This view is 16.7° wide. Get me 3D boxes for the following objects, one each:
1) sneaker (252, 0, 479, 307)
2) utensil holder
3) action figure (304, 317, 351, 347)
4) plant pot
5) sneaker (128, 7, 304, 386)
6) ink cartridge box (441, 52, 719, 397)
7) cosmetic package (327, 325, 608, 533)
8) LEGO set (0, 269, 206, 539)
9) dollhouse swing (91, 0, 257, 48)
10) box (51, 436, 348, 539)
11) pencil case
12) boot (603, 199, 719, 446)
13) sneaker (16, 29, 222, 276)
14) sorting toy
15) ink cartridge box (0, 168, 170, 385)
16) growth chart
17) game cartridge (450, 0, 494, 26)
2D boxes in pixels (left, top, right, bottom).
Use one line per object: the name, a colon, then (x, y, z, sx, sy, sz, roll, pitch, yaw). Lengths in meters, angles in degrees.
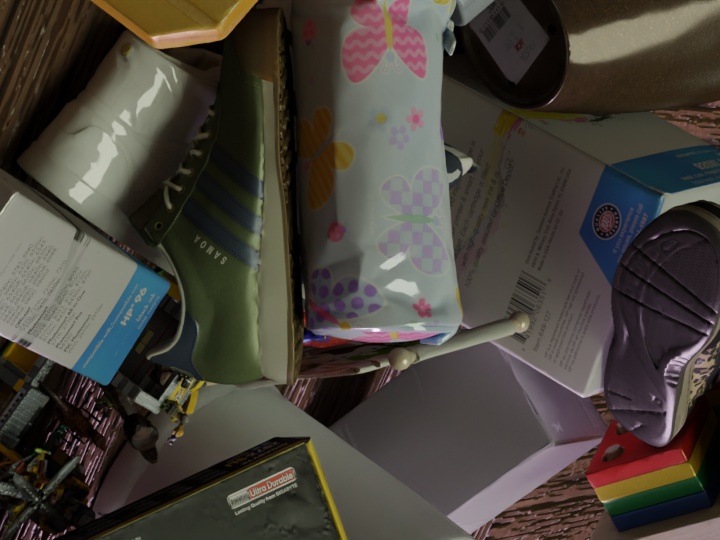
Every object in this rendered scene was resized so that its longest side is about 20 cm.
sneaker: (0.001, -0.082, 1.385, 0.129, 0.079, 0.199, -5, 85, -14)
utensil holder: (-0.045, 0.184, 1.557, 0.170, 0.200, 0.170, -37, 146, -31)
action figure: (0.000, 0.000, 1.455, 0.200, 0.099, 0.065, -48, 141, -28)
plant pot: (0.162, -0.174, 1.547, 0.200, 0.187, 0.187, -24, 137, -37)
sneaker: (-0.080, -0.037, 1.298, 0.067, 0.090, 0.200, -45, 133, -82)
ink cartridge box: (0.125, -0.037, 1.595, 0.145, 0.200, 0.147, -13, 129, -54)
cosmetic package: (0.057, 0.120, 1.665, 0.200, 0.107, 0.090, -35, 161, 27)
LEGO set: (-0.138, 0.083, 1.400, 0.200, 0.116, 0.154, -51, 150, -10)
dollhouse swing: (-0.108, -0.231, 1.081, 0.200, 0.176, 0.182, -49, 150, -11)
box: (-0.093, 0.203, 1.373, 0.200, 0.049, 0.160, -23, 99, -27)
pencil case: (0.010, -0.060, 1.304, 0.091, 0.083, 0.200, 1, 87, -42)
boot: (0.224, 0.004, 1.502, 0.151, 0.073, 0.200, -38, 149, -32)
sneaker: (-0.095, -0.062, 1.370, 0.116, 0.074, 0.200, -53, 150, 0)
sorting toy: (0.250, 0.094, 1.598, 0.070, 0.200, 0.199, 61, 31, -16)
ink cartridge box: (-0.194, -0.020, 1.216, 0.068, 0.116, 0.200, -57, 152, -1)
growth chart: (-0.007, 0.051, 1.522, 0.145, 0.200, 0.018, -17, 99, -55)
game cartridge: (0.063, -0.253, 1.384, 0.133, 0.041, 0.200, -44, 128, -18)
